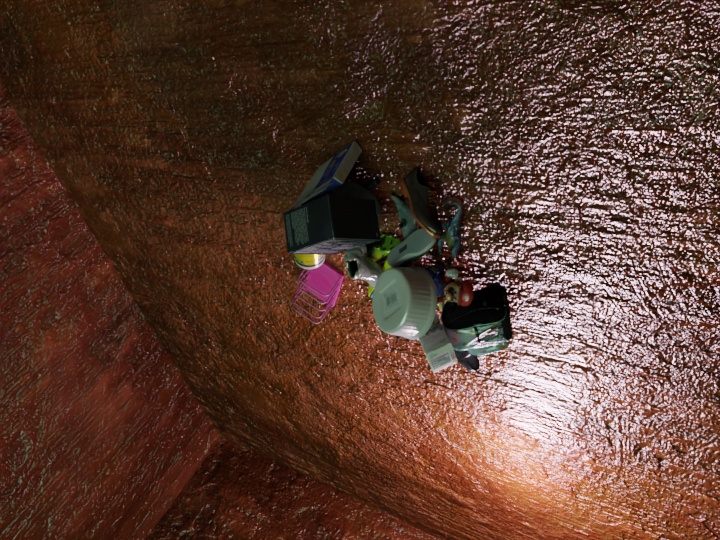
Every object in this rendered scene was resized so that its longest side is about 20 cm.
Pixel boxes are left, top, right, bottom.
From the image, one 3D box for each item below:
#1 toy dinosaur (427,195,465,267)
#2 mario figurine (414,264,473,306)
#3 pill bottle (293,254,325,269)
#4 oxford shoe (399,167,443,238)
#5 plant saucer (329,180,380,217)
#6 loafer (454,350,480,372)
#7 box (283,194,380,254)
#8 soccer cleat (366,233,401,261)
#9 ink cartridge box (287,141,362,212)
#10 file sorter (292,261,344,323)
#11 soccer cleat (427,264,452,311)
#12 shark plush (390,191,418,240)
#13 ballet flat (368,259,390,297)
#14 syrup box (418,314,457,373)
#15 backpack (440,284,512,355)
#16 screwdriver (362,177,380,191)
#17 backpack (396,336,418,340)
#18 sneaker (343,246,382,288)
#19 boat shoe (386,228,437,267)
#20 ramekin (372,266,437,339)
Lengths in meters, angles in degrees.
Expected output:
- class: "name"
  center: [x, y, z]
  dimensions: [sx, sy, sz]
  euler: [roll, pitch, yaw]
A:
- class: "toy dinosaur"
  center: [0.249, -0.115, 1.531]
  dimensions: [0.104, 0.198, 0.186]
  euler: [32, 109, 28]
- class: "mario figurine"
  center: [0.227, 0.050, 1.556]
  dimensions: [0.196, 0.108, 0.124]
  euler: [19, 161, 37]
- class: "pill bottle"
  center: [-0.173, -0.112, 1.834]
  dimensions: [0.110, 0.113, 0.204]
  euler: [23, 139, 19]
- class: "oxford shoe"
  center: [0.171, -0.180, 1.455]
  dimensions: [0.072, 0.070, 0.204]
  euler: [-42, 65, 35]
- class: "plant saucer"
  center: [-0.036, -0.187, 1.666]
  dimensions: [0.193, 0.037, 0.202]
  euler: [15, 147, 10]
- class: "loafer"
  center: [0.341, 0.251, 1.804]
  dimensions: [0.070, 0.068, 0.204]
  euler: [-7, 120, 54]
- class: "box"
  center: [-0.079, -0.125, 1.555]
  dimensions: [0.195, 0.197, 0.128]
  euler: [-13, 82, 41]
- class: "soccer cleat"
  center: [0.062, -0.066, 1.742]
  dimensions: [0.196, 0.067, 0.083]
  euler: [-11, 150, 41]
- class: "ink cartridge box"
  center: [-0.098, -0.251, 1.558]
  dimensions: [0.047, 0.203, 0.195]
  euler: [41, 145, -22]
- class: "file sorter"
  center: [-0.162, 0.076, 2.003]
  dimensions: [0.137, 0.126, 0.202]
  euler: [31, 142, 8]
- class: "soccer cleat"
  center: [0.265, 0.071, 1.677]
  dimensions: [0.083, 0.065, 0.202]
  euler: [-12, 119, 50]
- class: "shark plush"
  center: [0.132, -0.146, 1.533]
  dimensions: [0.088, 0.085, 0.201]
  euler: [17, 156, 20]
- class: "ballet flat"
  center: [0.070, 0.015, 1.810]
  dimensions: [0.068, 0.066, 0.200]
  euler: [55, 141, 11]
- class: "syrup box"
  center: [0.205, 0.188, 1.581]
  dimensions: [0.077, 0.202, 0.083]
  euler: [-24, 124, 3]
- class: "backpack"
  center: [0.334, 0.148, 1.589]
  dimensions: [0.193, 0.178, 0.157]
  euler: [-9, 124, 15]
- class: "screwdriver"
  center: [-0.013, -0.232, 1.645]
  dimensions: [0.029, 0.029, 0.197]
  euler: [26, 150, -36]
- class: "backpack"
  center: [0.153, 0.100, 1.730]
  dimensions: [0.123, 0.170, 0.202]
  euler: [-7, 133, 29]
- class: "sneaker"
  center: [0.000, 0.000, 1.714]
  dimensions: [0.076, 0.101, 0.201]
  euler: [-5, 136, 39]
- class: "boat shoe"
  center: [0.152, -0.059, 1.540]
  dimensions: [0.055, 0.071, 0.198]
  euler: [16, 152, -31]
- class: "ramekin"
  center: [0.117, 0.087, 1.544]
  dimensions: [0.095, 0.208, 0.199]
  euler: [7, 158, -33]
